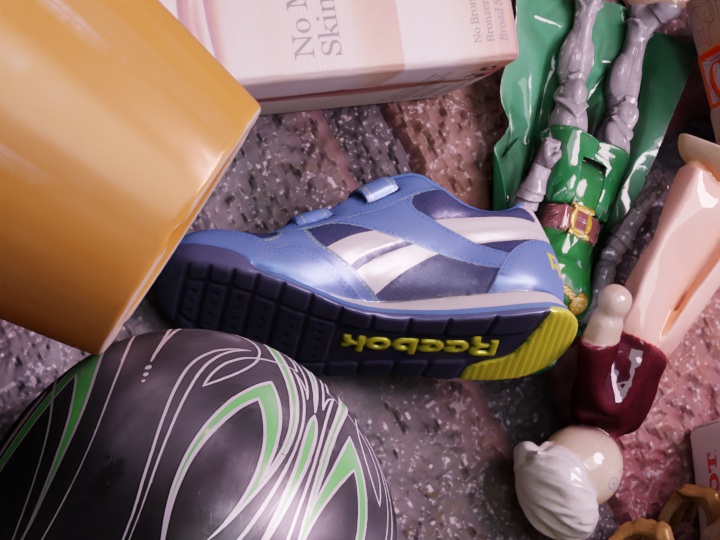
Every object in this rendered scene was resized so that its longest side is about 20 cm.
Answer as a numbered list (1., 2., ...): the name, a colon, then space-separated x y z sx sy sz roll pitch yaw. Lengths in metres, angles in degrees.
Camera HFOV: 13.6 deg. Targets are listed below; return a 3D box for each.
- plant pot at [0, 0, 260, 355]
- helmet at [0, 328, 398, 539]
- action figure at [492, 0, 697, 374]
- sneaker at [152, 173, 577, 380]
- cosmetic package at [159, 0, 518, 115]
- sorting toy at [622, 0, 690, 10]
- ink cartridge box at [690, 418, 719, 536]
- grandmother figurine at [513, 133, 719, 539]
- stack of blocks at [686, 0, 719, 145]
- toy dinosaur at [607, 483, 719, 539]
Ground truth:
1. plant pot: -0.150 -0.066 1.248 0.183 0.200 0.201 34 65 -1
2. helmet: -0.076 0.120 1.281 0.200 0.200 0.191 38 82 -14
3. action figure: 0.106 -0.044 1.476 0.118 0.055 0.201 21 74 -24
4. sneaker: 0.000 0.000 1.400 0.199 0.074 0.083 6 57 -15
5. cosmetic package: -0.038 -0.128 1.401 0.199 0.087 0.104 -9 84 -27
6. sorting toy: 0.189 -0.248 1.553 0.199 0.036 0.186 -26 91 -11
7. ink cartridge box: 0.274 0.129 1.435 0.145 0.200 0.148 0 79 -28
8. grandmother figurine: 0.132 0.036 1.442 0.201 0.060 0.121 -64 148 -6
9. stack of blocks: 0.273 -0.099 1.519 0.199 0.059 0.116 -8 81 -25
10. toy dinosaur: 0.175 0.136 1.431 0.060 0.106 0.201 -1 116 -41
